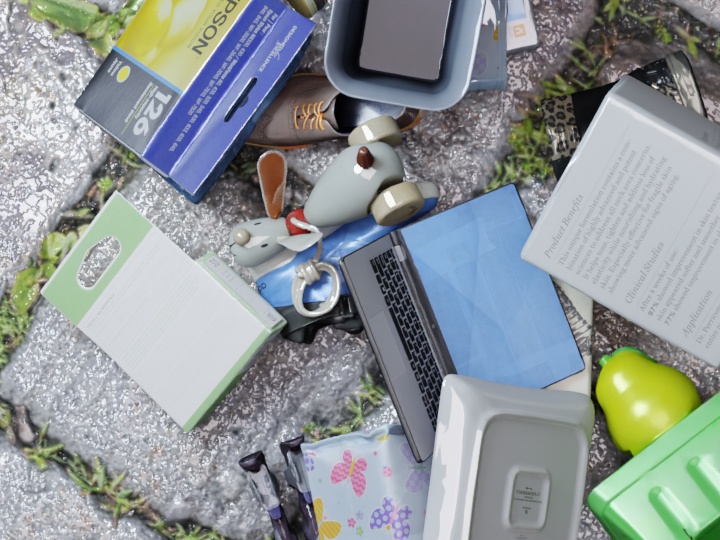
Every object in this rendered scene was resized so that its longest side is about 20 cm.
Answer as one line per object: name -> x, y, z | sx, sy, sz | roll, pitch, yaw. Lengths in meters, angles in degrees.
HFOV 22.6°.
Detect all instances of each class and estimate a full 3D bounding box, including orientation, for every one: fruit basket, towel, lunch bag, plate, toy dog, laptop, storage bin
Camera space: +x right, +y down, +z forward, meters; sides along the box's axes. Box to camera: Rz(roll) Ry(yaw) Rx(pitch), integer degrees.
fruit basket -> 0.298, 0.170, 1.677 | 0.214, 0.156, 0.217 | -16, 50, 20
towel -> -0.137, -0.171, 1.733 | 0.111, 0.048, 0.201 | 35, 90, 43
lunch bag -> 0.053, -0.265, 1.685 | 0.168, 0.127, 0.202 | -2, 79, 2
plate -> 0.138, 0.201, 1.589 | 0.032, 0.199, 0.202 | 4, 85, 47
lunch bag -> 0.048, 0.225, 1.651 | 0.126, 0.199, 0.171 | -16, 82, 34
toy dog -> -0.036, -0.065, 1.652 | 0.200, 0.096, 0.132 | -47, 67, 4
laptop -> 0.094, 0.042, 1.596 | 0.115, 0.200, 0.189 | -21, 93, 23
storage bin -> 0.035, -0.244, 1.551 | 0.144, 0.134, 0.202 | 9, 95, 0

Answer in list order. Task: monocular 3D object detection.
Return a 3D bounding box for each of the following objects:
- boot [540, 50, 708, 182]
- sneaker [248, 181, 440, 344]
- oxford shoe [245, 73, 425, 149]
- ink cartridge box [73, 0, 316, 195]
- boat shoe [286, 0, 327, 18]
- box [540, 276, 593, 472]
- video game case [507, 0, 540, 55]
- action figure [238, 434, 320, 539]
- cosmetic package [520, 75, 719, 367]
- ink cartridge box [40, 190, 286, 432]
boot -> 0.264, -0.092, 1.717 | 0.152, 0.073, 0.205 | -14, 89, 9
sneaker -> 0.000, 0.000, 1.719 | 0.199, 0.077, 0.112 | -25, 79, 6
oxford shoe -> -0.040, -0.155, 1.726 | 0.198, 0.073, 0.072 | -8, 96, 14
ink cartridge box -> -0.162, -0.194, 1.703 | 0.198, 0.047, 0.200 | -54, 42, -1
boat shoe -> -0.070, -0.313, 1.659 | 0.064, 0.073, 0.201 | -28, 56, -3
box -> 0.179, 0.090, 1.708 | 0.081, 0.068, 0.202 | 1, 86, 2
video game case -> 0.067, -0.295, 1.762 | 0.180, 0.022, 0.202 | -13, 86, 3
action figure -> -0.054, 0.263, 1.712 | 0.129, 0.069, 0.201 | -21, 90, -16
cosmetic package -> 0.274, -0.049, 1.600 | 0.199, 0.166, 0.168 | 30, 107, 6
ink cartridge box -> -0.189, 0.036, 1.719 | 0.200, 0.048, 0.146 | 43, 115, 5
